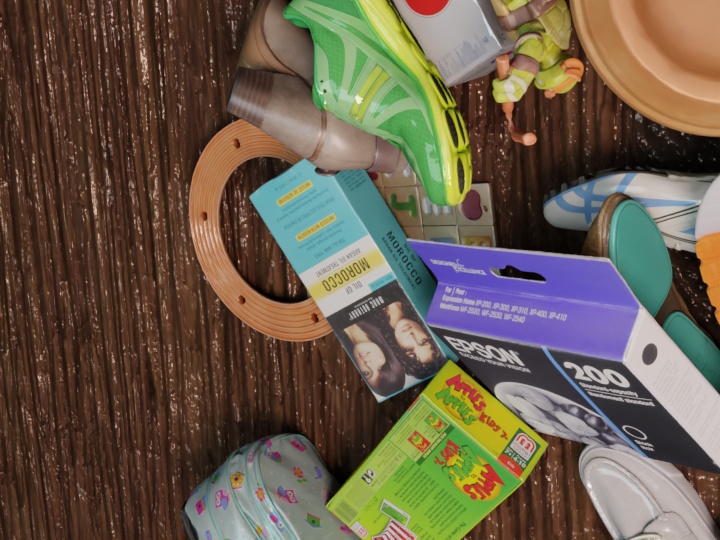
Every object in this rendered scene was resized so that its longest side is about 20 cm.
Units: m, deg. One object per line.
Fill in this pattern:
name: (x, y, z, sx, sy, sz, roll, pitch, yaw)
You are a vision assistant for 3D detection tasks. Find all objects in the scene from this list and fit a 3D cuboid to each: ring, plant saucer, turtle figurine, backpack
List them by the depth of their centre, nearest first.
plant saucer: (0.229, -0.182, 0.767, 0.198, 0.037, 0.202, 1, 101, 5)
turtle figurine: (0.100, -0.171, 0.805, 0.064, 0.200, 0.162, -26, 109, 28)
ring: (-0.070, -0.036, 1.089, 0.199, 0.019, 0.202, 12, 112, 32)
backpack: (-0.062, 0.249, 1.112, 0.126, 0.167, 0.201, -40, 77, 17)

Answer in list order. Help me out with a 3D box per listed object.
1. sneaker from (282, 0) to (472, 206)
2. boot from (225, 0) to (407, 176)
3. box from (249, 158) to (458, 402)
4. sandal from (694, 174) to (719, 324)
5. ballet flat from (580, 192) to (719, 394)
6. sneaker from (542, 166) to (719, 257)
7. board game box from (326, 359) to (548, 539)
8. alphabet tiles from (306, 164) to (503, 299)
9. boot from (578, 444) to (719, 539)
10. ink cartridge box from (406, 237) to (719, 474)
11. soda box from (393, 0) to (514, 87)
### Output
sneaker: (0.014, -0.125, 0.880, 0.083, 0.074, 0.201, -34, 76, 14)
boot: (-0.025, -0.146, 0.979, 0.145, 0.201, 0.071, 17, 131, -10)
box: (0.000, 0.000, 1.008, 0.082, 0.049, 0.201, -29, 96, 33)
sandal: (0.267, 0.021, 0.795, 0.079, 0.059, 0.208, 4, 116, 41)
ballet flat: (0.189, 0.024, 0.865, 0.072, 0.068, 0.200, 10, 149, 49)
sneaker: (0.215, -0.037, 0.857, 0.199, 0.072, 0.073, -1, 92, 36)
board game box: (0.057, 0.168, 1.018, 0.101, 0.048, 0.200, 40, 137, 5)
alphabet tiles: (0.028, -0.020, 1.038, 0.199, 0.006, 0.168, 0, 105, 36)
boot: (0.223, 0.215, 0.920, 0.200, 0.095, 0.074, 48, 126, 13)
ink cartridge box: (0.139, 0.059, 0.863, 0.200, 0.044, 0.197, 46, 158, -30)
soda box: (0.050, -0.238, 0.913, 0.063, 0.068, 0.201, -28, 88, 39)
